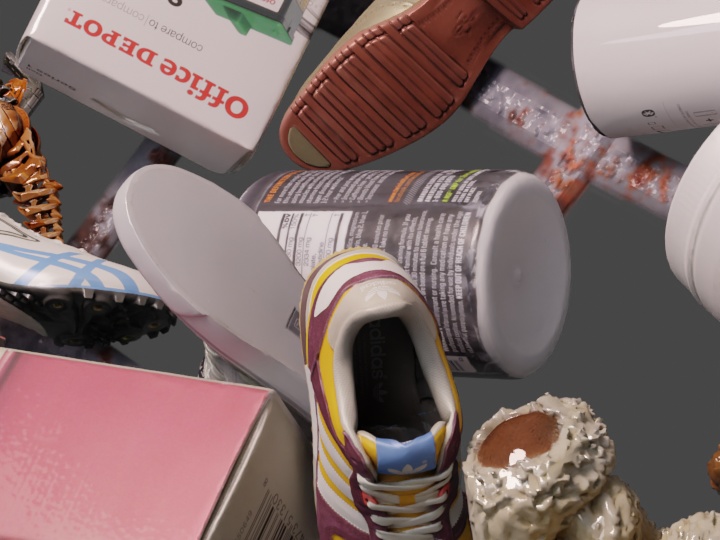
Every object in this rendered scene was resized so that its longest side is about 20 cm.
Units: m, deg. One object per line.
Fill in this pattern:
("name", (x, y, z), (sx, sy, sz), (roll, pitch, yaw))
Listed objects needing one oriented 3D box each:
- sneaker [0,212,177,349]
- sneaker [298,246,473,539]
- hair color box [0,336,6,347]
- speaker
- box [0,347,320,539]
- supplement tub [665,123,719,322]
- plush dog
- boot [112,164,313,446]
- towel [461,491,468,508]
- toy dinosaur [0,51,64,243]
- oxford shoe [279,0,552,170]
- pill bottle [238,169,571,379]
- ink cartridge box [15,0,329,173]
("sneaker", (-0.198, -0.005, 1.394), (0.199, 0.072, 0.073), (11, 62, 1))
("sneaker", (0.014, 0.093, 1.153), (0.075, 0.201, 0.090), (-15, 16, -6))
("hair color box", (-0.289, 0.080, 1.403), (0.200, 0.064, 0.111), (-7, 59, 52))
("speaker", (0.211, -0.116, 1.245), (0.199, 0.081, 0.082), (-6, 62, 29))
("box", (-0.123, 0.123, 1.241), (0.199, 0.128, 0.109), (6, 56, 30))
("supplement tub", (0.248, 0.012, 1.124), (0.132, 0.132, 0.200), (-45, 51, 1))
("plush dog", (0.143, 0.163, 1.116), (0.171, 0.161, 0.201), (-8, 48, 5))
("boot", (-0.061, 0.038, 1.229), (0.095, 0.200, 0.074), (-32, 19, 46))
("towel", (0.007, 0.198, 1.234), (0.144, 0.023, 0.201), (18, 75, 37))
("toy dinosaur", (-0.238, -0.069, 1.484), (0.136, 0.102, 0.200), (-37, 34, -10))
("oxford shoe", (0.034, -0.132, 1.382), (0.200, 0.071, 0.074), (-39, 27, 7))
("pill bottle", (0.000, 0.000, 1.292), (0.199, 0.106, 0.107), (2, 66, 31))
("ink cartridge box", (-0.086, -0.176, 1.402), (0.201, 0.146, 0.084), (-65, 9, -11))
